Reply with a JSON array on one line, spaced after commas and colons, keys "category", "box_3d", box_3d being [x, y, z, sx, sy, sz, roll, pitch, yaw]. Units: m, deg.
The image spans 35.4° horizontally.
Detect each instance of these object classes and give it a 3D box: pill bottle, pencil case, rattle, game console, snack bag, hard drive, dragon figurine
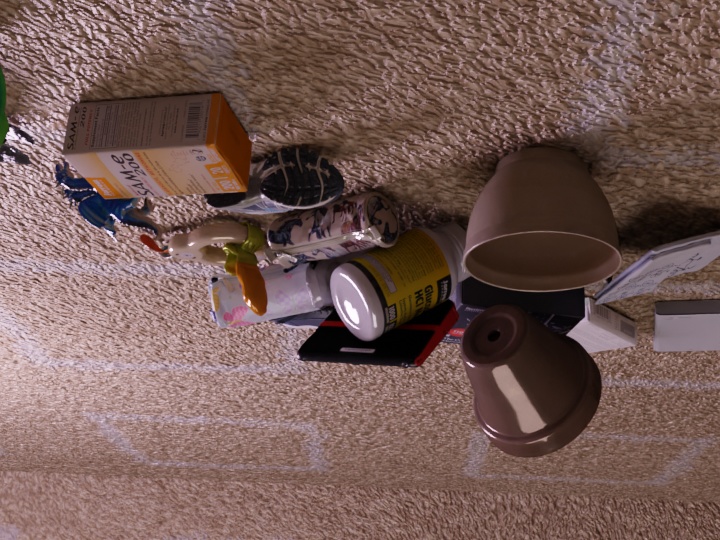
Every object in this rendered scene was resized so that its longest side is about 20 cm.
[{"category": "pill bottle", "box_3d": [0.065, 0.009, 1.590, 0.198, 0.114, 0.112, -27, 171, -26]}, {"category": "pencil case", "box_3d": [-0.138, 0.029, 1.764, 0.196, 0.084, 0.092, -10, 120, 4]}, {"category": "rattle", "box_3d": [-0.235, 0.006, 1.693, 0.196, 0.146, 0.130, -6, 176, 6]}, {"category": "game console", "box_3d": [0.028, 0.088, 1.614, 0.197, 0.177, 0.032, 0, 118, 28]}, {"category": "pencil case", "box_3d": [-0.039, -0.053, 1.575, 0.198, 0.090, 0.078, -13, 124, 36]}, {"category": "snack bag", "box_3d": [0.451, -0.010, 1.607, 0.197, 0.022, 0.189, -14, 162, -21]}, {"category": "hard drive", "box_3d": [0.577, 0.098, 1.962, 0.129, 0.027, 0.200, -2, 158, 13]}, {"category": "dragon figurine", "box_3d": [-0.329, -0.079, 1.482, 0.099, 0.201, 0.059, -38, 155, 1]}]

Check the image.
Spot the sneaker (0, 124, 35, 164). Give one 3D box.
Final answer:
[{"category": "sneaker", "box_3d": [-0.517, -0.161, 1.408, 0.196, 0.061, 0.104, -7, 152, 16]}]

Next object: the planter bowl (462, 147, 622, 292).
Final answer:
[{"category": "planter bowl", "box_3d": [0.229, -0.071, 1.432, 0.196, 0.137, 0.201, 2, 158, 1]}]

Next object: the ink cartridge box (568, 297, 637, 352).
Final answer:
[{"category": "ink cartridge box", "box_3d": [0.363, 0.106, 1.990, 0.198, 0.051, 0.160, -12, 154, 42]}]

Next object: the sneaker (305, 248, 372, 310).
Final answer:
[{"category": "sneaker", "box_3d": [0.000, 0.000, 1.663, 0.113, 0.076, 0.199, -16, -176, 25]}]

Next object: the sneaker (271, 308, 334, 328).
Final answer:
[{"category": "sneaker", "box_3d": [-0.080, 0.051, 1.858, 0.199, 0.078, 0.146, -6, 160, 24]}]

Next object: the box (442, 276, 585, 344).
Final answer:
[{"category": "box", "box_3d": [0.229, 0.046, 1.769, 0.196, 0.106, 0.183, 6, 157, -7]}]

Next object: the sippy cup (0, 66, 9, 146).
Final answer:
[{"category": "sippy cup", "box_3d": [-0.483, -0.195, 1.240, 0.129, 0.181, 0.139, 0, -155, 37]}]

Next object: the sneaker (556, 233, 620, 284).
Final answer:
[{"category": "sneaker", "box_3d": [0.306, -0.039, 1.609, 0.088, 0.080, 0.199, 6, 163, 39]}]

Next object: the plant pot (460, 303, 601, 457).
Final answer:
[{"category": "plant pot", "box_3d": [0.234, 0.146, 1.659, 0.197, 0.203, 0.175, -11, 137, 31]}]

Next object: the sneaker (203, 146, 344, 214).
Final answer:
[{"category": "sneaker", "box_3d": [-0.104, -0.113, 1.482, 0.197, 0.079, 0.086, 1, 172, 25]}]

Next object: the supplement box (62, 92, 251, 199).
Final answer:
[{"category": "supplement box", "box_3d": [-0.246, -0.149, 1.382, 0.196, 0.075, 0.126, -2, 157, 14]}]
